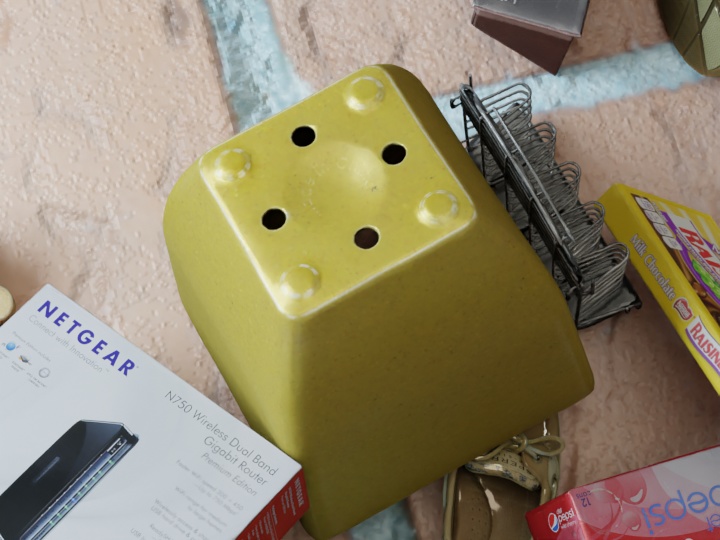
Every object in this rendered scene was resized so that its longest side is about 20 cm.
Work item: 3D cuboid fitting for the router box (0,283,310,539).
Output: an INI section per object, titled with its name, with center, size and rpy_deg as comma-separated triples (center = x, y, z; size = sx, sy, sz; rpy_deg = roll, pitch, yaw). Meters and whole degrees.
[router box]
center = -0.160, 0.127, 1.003
size = 0.200, 0.049, 0.180
rpy_deg = 32, 64, 24

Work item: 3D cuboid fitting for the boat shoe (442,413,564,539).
[boat shoe]
center = 0.083, 0.144, 1.103
size = 0.073, 0.063, 0.200
rpy_deg = 10, 74, -2

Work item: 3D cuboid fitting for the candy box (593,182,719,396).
[candy box]
center = 0.221, 0.032, 1.096
size = 0.026, 0.102, 0.200
rpy_deg = -48, 49, 24

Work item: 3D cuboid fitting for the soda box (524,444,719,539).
[soda box]
center = 0.203, 0.143, 1.088
size = 0.200, 0.063, 0.070
rpy_deg = -13, 76, -25

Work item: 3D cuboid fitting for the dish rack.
[dish rack]
center = 0.110, -0.042, 1.091
size = 0.054, 0.200, 0.154
rpy_deg = -31, 79, 0

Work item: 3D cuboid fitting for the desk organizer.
[desk organizer]
center = 0.126, -0.237, 1.206
size = 0.072, 0.077, 0.200
rpy_deg = 16, 74, 0

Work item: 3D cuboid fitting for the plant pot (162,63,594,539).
[plant pot]
center = 0.000, 0.000, 1.036
size = 0.194, 0.200, 0.196
rpy_deg = -29, 64, -5

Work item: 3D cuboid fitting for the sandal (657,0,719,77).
[sandal]
center = 0.229, -0.227, 1.221
size = 0.054, 0.080, 0.200
rpy_deg = -3, 69, -28

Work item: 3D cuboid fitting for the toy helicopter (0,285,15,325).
[toy helicopter]
center = -0.260, 0.058, 1.095
size = 0.132, 0.079, 0.200
rpy_deg = -27, 82, -11
